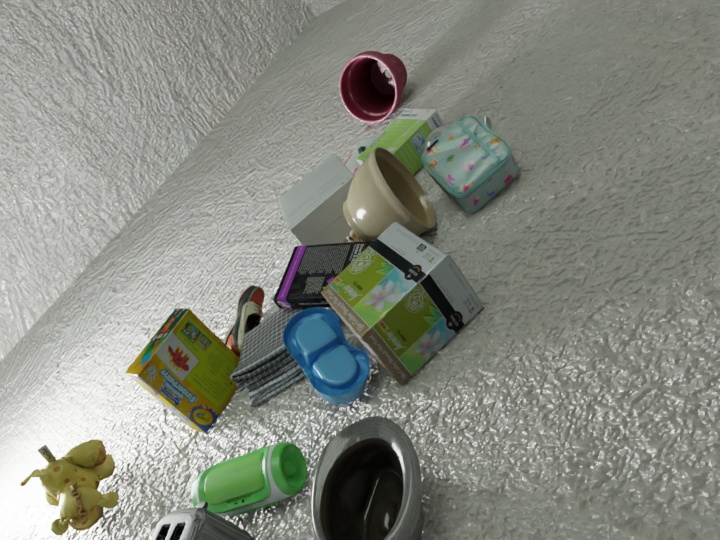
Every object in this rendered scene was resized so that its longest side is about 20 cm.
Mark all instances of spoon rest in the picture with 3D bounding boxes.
[{"bbox_3d":[0.226,-0.300,1.429,0.198,0.060,0.102,-10,72,47],"label":"spoon rest"}]

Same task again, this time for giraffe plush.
[{"bbox_3d":[-0.583,0.462,1.279,0.172,0.201,0.162,-42,58,-11],"label":"giraffe plush"}]

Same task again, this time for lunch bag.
[{"bbox_3d":[0.225,-0.229,1.277,0.160,0.077,0.201,-41,44,9],"label":"lunch bag"}]

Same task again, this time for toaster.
[{"bbox_3d":[-0.252,0.453,0.908,0.112,0.130,0.202,-19,36,34],"label":"toaster"}]

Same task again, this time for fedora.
[{"bbox_3d":[0.022,0.309,0.820,0.175,0.090,0.202,-34,36,14],"label":"fedora"}]

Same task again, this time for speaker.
[{"bbox_3d":[-0.185,0.348,1.016,0.197,0.089,0.089,-25,32,25],"label":"speaker"}]

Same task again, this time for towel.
[{"bbox_3d":[-0.168,0.156,1.253,0.198,0.086,0.167,-32,30,15],"label":"towel"}]

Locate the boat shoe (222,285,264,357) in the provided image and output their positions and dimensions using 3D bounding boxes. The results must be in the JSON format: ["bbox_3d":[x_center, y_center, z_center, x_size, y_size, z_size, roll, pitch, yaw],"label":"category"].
[{"bbox_3d":[-0.258,0.115,1.428,0.061,0.072,0.202,-13,41,29],"label":"boat shoe"}]

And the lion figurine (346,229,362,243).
[{"bbox_3d":[0.000,0.000,1.298,0.121,0.073,0.201,-29,44,-1],"label":"lion figurine"}]

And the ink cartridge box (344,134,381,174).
[{"bbox_3d":[-0.027,-0.289,1.728,0.171,0.044,0.202,-1,48,47],"label":"ink cartridge box"}]

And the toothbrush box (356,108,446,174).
[{"bbox_3d":[0.108,-0.311,1.555,0.200,0.086,0.145,-48,30,-11],"label":"toothbrush box"}]

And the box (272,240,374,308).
[{"bbox_3d":[-0.068,0.009,1.249,0.196,0.036,0.145,-4,49,28],"label":"box"}]

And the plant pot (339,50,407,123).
[{"bbox_3d":[0.056,-0.577,1.888,0.197,0.203,0.179,-16,20,35],"label":"plant pot"}]

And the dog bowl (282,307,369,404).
[{"bbox_3d":[-0.059,0.153,1.094,0.110,0.050,0.200,-30,50,-17],"label":"dog bowl"}]

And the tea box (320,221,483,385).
[{"bbox_3d":[0.066,0.050,1.071,0.197,0.134,0.200,-44,30,-5],"label":"tea box"}]

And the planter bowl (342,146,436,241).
[{"bbox_3d":[0.047,-0.135,1.294,0.134,0.200,0.202,-37,28,24],"label":"planter bowl"}]

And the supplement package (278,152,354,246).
[{"bbox_3d":[-0.072,-0.143,1.476,0.190,0.148,0.201,-38,29,4],"label":"supplement package"}]

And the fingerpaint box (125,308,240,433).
[{"bbox_3d":[-0.355,0.208,1.283,0.073,0.201,0.168,-2,46,48],"label":"fingerpaint box"}]
